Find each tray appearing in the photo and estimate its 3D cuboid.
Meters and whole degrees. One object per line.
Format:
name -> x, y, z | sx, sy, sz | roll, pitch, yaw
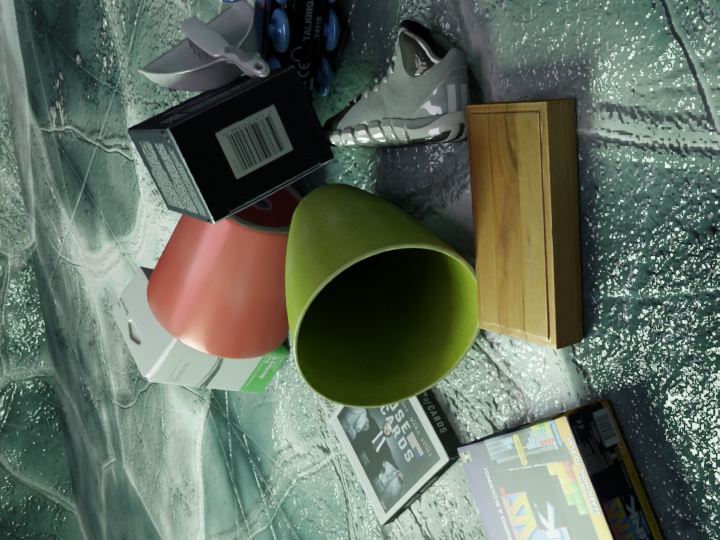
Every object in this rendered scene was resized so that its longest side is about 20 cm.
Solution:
tray -> 0.138, -0.042, 0.728 | 0.098, 0.037, 0.202 | 13, 111, 56

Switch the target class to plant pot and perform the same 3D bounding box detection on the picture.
plant pot -> -0.154, -0.019, 1.079 | 0.201, 0.199, 0.178 | 51, 130, 35
plant pot -> 0.000, 0.000, 0.858 | 0.200, 0.185, 0.188 | -118, 31, -51

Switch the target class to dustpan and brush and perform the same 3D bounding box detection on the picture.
dustpan and brush -> -0.144, -0.226, 0.887 | 0.200, 0.139, 0.057 | 41, 164, 36

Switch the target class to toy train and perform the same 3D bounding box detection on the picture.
toy train -> -0.075, -0.279, 0.945 | 0.114, 0.086, 0.201 | -126, 35, -47

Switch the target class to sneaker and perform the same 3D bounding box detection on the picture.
sneaker -> 0.035, -0.178, 0.823 | 0.199, 0.075, 0.117 | 6, 100, 48

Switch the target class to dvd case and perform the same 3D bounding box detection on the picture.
dvd case -> 0.034, 0.190, 0.989 | 0.151, 0.025, 0.200 | 61, 146, 24

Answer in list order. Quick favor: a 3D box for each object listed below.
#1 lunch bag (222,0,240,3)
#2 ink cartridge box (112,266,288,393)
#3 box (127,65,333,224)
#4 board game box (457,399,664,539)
lunch bag -> -0.097, -0.373, 0.847 | 0.161, 0.200, 0.082 | 52, -177, 37
ink cartridge box -> -0.219, 0.085, 1.177 | 0.084, 0.199, 0.146 | -53, 52, 18
box -> -0.143, -0.135, 0.906 | 0.200, 0.147, 0.105 | 19, 136, 64
board game box -> 0.180, 0.229, 0.740 | 0.165, 0.056, 0.202 | -37, 69, 55
